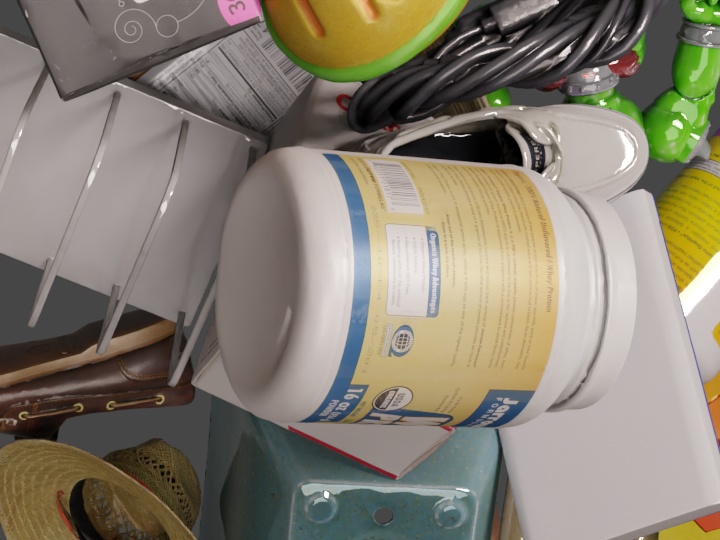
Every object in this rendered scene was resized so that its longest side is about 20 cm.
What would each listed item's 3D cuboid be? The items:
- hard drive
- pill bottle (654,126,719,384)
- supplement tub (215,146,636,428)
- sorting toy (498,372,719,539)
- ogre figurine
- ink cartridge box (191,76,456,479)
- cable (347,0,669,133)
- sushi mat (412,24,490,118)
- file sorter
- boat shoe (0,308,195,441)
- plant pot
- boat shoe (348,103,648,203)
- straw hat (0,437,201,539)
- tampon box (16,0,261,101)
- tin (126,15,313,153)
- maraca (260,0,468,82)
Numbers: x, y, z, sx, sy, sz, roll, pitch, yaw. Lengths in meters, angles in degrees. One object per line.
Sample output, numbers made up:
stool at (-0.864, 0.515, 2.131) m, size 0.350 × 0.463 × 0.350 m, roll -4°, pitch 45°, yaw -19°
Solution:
hard drive at (0.142, 0.067, 1.312) m, size 0.131 × 0.202 × 0.025 m, roll -22°, pitch 156°, yaw 25°
pill bottle at (0.216, 0.002, 1.380) m, size 0.200 × 0.104 × 0.104 m, roll -47°, pitch 110°, yaw -12°
supplement tub at (0.034, 0.012, 1.163) m, size 0.198 × 0.145 × 0.146 m, roll 3°, pitch 111°, yaw -25°
sorting toy at (0.194, 0.129, 1.403) m, size 0.198 × 0.037 × 0.187 m, roll 3°, pitch 68°, yaw 18°
ogre figurine at (0.142, -0.118, 1.363) m, size 0.198 × 0.098 × 0.121 m, roll -12°, pitch 104°, yaw -8°
ink cartridge box at (0.000, 0.000, 1.296) m, size 0.144 × 0.201 × 0.084 m, roll 26°, pitch 144°, yaw -14°
cable at (0.085, -0.121, 1.234) m, size 0.199 × 0.163 × 0.051 m, roll -24°, pitch 105°, yaw -17°
sushi mat at (0.065, -0.074, 1.378) m, size 0.012 × 0.095 × 0.201 m, roll -42°, pitch 116°, yaw -33°
file sorter at (-0.175, -0.038, 1.307) m, size 0.198 × 0.125 × 0.140 m, roll 22°, pitch 113°, yaw -9°
boat shoe at (-0.207, 0.081, 1.412) m, size 0.198 × 0.070 × 0.071 m, roll -12°, pitch 108°, yaw -2°
plant pot at (0.002, 0.147, 1.392) m, size 0.194 × 0.200 × 0.198 m, roll 3°, pitch 110°, yaw -8°
boat shoe at (0.089, -0.065, 1.263) m, size 0.198 × 0.066 × 0.073 m, roll -1°, pitch 86°, yaw -21°
straw hat at (-0.150, 0.160, 1.435) m, size 0.200 × 0.085 × 0.202 m, roll 22°, pitch 139°, yaw 21°
tampon box at (-0.143, -0.213, 1.239) m, size 0.125 × 0.200 × 0.151 m, roll -22°, pitch 112°, yaw 2°
tin at (-0.095, -0.107, 1.373) m, size 0.199 × 0.042 × 0.112 m, roll -37°, pitch 106°, yaw 8°
maraca at (0.021, -0.197, 1.192) m, size 0.201 × 0.137 × 0.107 m, roll -53°, pitch 152°, yaw 7°
